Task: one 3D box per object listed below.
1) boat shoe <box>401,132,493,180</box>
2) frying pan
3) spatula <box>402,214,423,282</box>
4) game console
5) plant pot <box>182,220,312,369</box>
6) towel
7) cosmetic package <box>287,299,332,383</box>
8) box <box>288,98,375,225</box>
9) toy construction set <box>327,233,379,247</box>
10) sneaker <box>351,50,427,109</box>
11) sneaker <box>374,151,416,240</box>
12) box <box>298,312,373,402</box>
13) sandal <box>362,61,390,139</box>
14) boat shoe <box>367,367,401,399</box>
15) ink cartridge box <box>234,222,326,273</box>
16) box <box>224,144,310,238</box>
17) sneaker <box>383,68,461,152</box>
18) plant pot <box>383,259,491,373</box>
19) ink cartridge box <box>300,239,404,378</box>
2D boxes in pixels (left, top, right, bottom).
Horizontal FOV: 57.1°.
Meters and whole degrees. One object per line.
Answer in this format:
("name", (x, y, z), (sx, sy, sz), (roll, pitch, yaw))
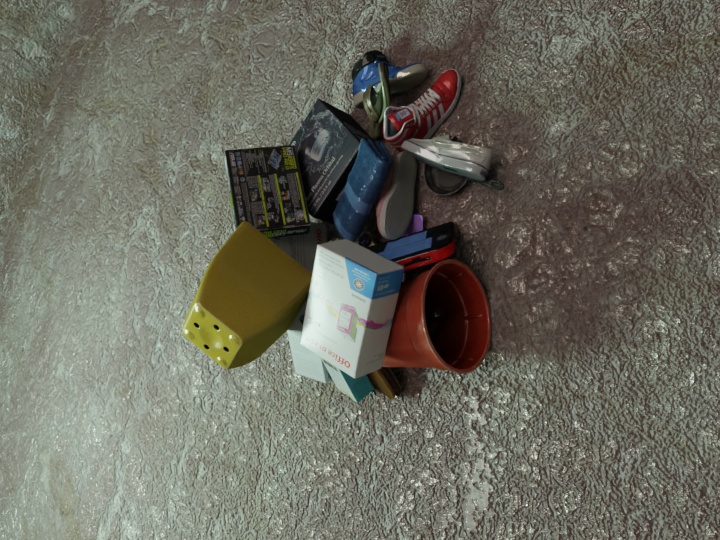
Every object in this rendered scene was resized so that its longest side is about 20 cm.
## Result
("boat shoe", (0.169, -0.235, 1.296), (0.198, 0.072, 0.067), (25, 91, 39))
("frying pan", (0.208, -0.208, 1.317), (0.187, 0.031, 0.117), (0, 81, 37))
("spatula", (0.097, -0.015, 1.379), (0.056, 0.020, 0.204), (6, 86, 39))
("game console", (0.086, -0.040, 1.273), (0.196, 0.177, 0.032), (-16, 109, 14))
("plant pot", (-0.237, 0.071, 1.296), (0.193, 0.201, 0.196), (38, 136, 1))
("towel", (-0.001, -0.164, 1.371), (0.202, 0.048, 0.112), (-64, 29, 27))
("cosmetic package", (-0.102, 0.129, 1.428), (0.100, 0.071, 0.204), (10, 118, 40))
("box", (-0.066, -0.241, 1.501), (0.198, 0.116, 0.201), (-53, 52, 19))
("toy construction set", (0.000, 0.000, 1.415), (0.132, 0.092, 0.200), (-48, 66, 15))
("sneaker", (0.055, -0.445, 1.464), (0.198, 0.076, 0.114), (-16, 80, 44))
("sneaker", (0.055, -0.148, 1.392), (0.104, 0.075, 0.204), (-13, 56, 45))
("box", (-0.048, 0.170, 1.352), (0.049, 0.202, 0.082), (-36, 29, -21))
("sandal", (0.030, -0.352, 1.409), (0.202, 0.056, 0.081), (104, 165, -59))
("boat shoe", (0.023, 0.170, 1.365), (0.201, 0.070, 0.071), (50, 157, 16))
("ink cartridge box", (-0.178, -0.037, 1.492), (0.085, 0.197, 0.150), (-22, 66, 50))
("box", (-0.202, -0.169, 1.428), (0.044, 0.157, 0.204), (119, 141, -64))
("sneaker", (0.123, -0.335, 1.361), (0.071, 0.112, 0.202), (45, 110, 35))
("plant pot", (0.110, 0.099, 1.246), (0.193, 0.198, 0.205), (-15, 71, 45))
("ink cartridge box", (-0.018, 0.067, 1.182), (0.143, 0.084, 0.204), (26, 115, 34))
